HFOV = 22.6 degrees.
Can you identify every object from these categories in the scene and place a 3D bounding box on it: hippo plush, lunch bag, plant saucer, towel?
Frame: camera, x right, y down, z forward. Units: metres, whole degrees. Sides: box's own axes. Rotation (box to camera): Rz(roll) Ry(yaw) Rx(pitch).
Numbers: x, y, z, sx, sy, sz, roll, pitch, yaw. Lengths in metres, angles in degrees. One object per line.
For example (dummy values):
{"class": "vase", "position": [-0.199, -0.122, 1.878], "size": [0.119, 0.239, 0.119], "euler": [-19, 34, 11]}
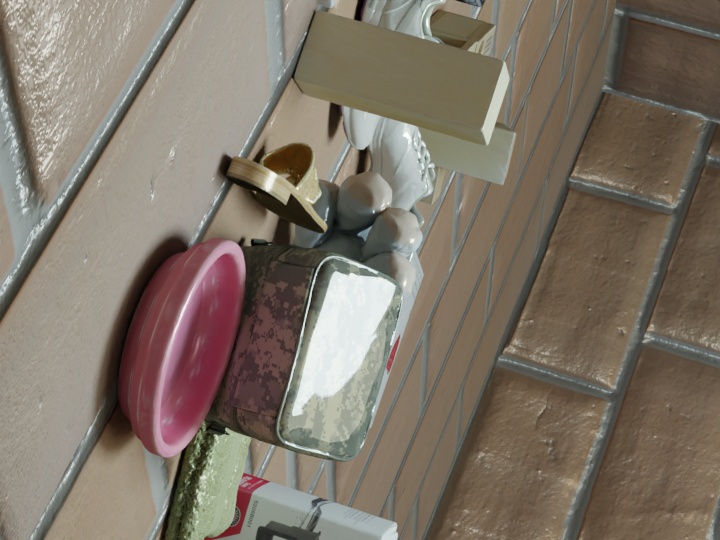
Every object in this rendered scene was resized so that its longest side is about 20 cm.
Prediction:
{"class": "hippo plush", "position": [0.000, 0.000, 1.946], "size": [0.161, 0.159, 0.200], "euler": [28, 78, -71]}
{"class": "lunch bag", "position": [-0.072, 0.071, 1.732], "size": [0.139, 0.168, 0.200], "euler": [21, 81, -47]}
{"class": "plant saucer", "position": [-0.161, 0.064, 1.595], "size": [0.201, 0.051, 0.201], "euler": [17, 90, -79]}
{"class": "towel", "position": [-0.148, 0.190, 1.866], "size": [0.148, 0.036, 0.200], "euler": [-9, 115, -76]}

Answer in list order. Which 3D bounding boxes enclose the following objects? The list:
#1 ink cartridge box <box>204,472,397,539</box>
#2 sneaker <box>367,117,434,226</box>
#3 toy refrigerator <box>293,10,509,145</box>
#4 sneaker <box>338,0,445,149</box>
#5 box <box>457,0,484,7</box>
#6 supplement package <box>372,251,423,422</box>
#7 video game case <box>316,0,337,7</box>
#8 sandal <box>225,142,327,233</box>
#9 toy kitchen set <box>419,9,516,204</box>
{"class": "ink cartridge box", "position": [-0.076, 0.321, 1.972], "size": [0.083, 0.200, 0.146], "euler": [0, 106, -78]}
{"class": "sneaker", "position": [0.052, -0.135, 2.169], "size": [0.075, 0.087, 0.200], "euler": [-54, 157, -53]}
{"class": "toy refrigerator", "position": [0.042, -0.192, 1.807], "size": [0.070, 0.200, 0.076], "euler": [50, 57, -76]}
{"class": "sneaker", "position": [0.035, -0.224, 1.975], "size": [0.075, 0.099, 0.200], "euler": [-37, 144, -74]}
{"class": "box", "position": [0.089, -0.387, 1.962], "size": [0.200, 0.115, 0.132], "euler": [43, 66, -75]}
{"class": "supplement package", "position": [-0.017, 0.064, 2.083], "size": [0.121, 0.120, 0.200], "euler": [64, 44, -74]}
{"class": "video game case", "position": [-0.001, -0.348, 1.560], "size": [0.143, 0.018, 0.200], "euler": [-61, 163, -47]}
{"class": "sandal", "position": [-0.067, -0.093, 1.745], "size": [0.070, 0.078, 0.212], "euler": [-66, 163, -4]}
{"class": "toy kitchen set", "position": [0.135, -0.200, 2.305], "size": [0.180, 0.163, 0.200], "euler": [-49, 154, -62]}
